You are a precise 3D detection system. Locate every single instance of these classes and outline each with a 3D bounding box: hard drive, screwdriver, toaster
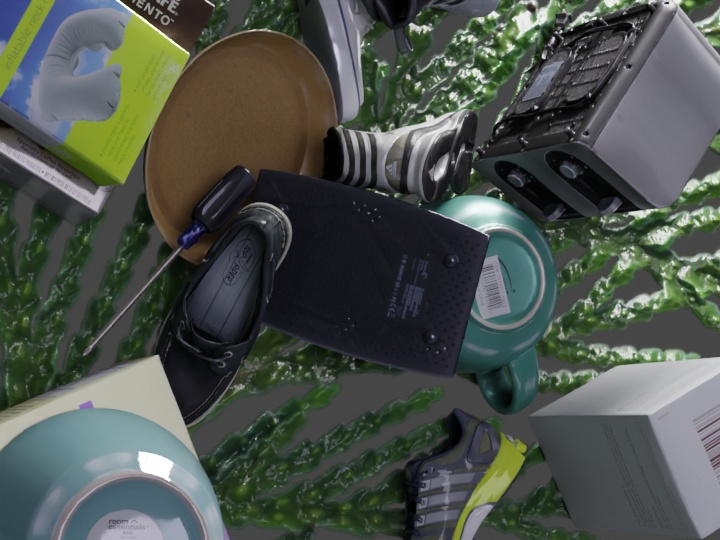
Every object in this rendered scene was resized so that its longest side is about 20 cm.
[{"bbox_3d":[0.000,0.000,1.273,0.198,0.042,0.136,16,102,12],"label":"hard drive"},{"bbox_3d":[-0.155,-0.009,1.228,0.200,0.029,0.028,-46,143,-15],"label":"screwdriver"},{"bbox_3d":[0.220,-0.142,1.388,0.119,0.180,0.201,42,69,-21],"label":"toaster"}]

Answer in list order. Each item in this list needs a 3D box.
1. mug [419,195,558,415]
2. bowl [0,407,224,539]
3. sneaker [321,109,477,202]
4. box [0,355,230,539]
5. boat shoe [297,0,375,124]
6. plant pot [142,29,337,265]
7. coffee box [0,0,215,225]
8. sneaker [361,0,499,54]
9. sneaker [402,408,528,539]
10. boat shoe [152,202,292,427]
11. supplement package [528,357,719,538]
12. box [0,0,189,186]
[{"bbox_3d":[0.108,0.020,1.352,0.184,0.114,0.153,32,72,-18],"label":"mug"},{"bbox_3d":[-0.175,0.200,1.104,0.199,0.105,0.203,2,85,-25],"label":"bowl"},{"bbox_3d":[0.032,-0.107,1.331,0.114,0.200,0.076,10,101,15],"label":"sneaker"},{"bbox_3d":[-0.224,0.184,1.193,0.199,0.097,0.177,-24,95,-24],"label":"box"},{"bbox_3d":[-0.016,-0.229,1.344,0.065,0.073,0.202,-10,90,-21],"label":"boat shoe"},{"bbox_3d":[-0.101,-0.100,1.275,0.199,0.027,0.202,-20,120,-38],"label":"plant pot"},{"bbox_3d":[-0.217,-0.153,1.239,0.113,0.080,0.201,32,73,-19],"label":"coffee box"},{"bbox_3d":[0.050,-0.238,1.335,0.199,0.077,0.141,30,49,-38],"label":"sneaker"},{"bbox_3d":[0.061,0.208,1.345,0.081,0.074,0.200,39,64,-6],"label":"sneaker"},{"bbox_3d":[-0.116,0.040,1.240,0.074,0.066,0.200,32,97,-1],"label":"boat shoe"},{"bbox_3d":[0.259,0.154,1.361,0.117,0.200,0.118,-27,96,-24],"label":"supplement package"},{"bbox_3d":[-0.234,-0.165,1.143,0.200,0.048,0.123,35,71,-31],"label":"box"}]
